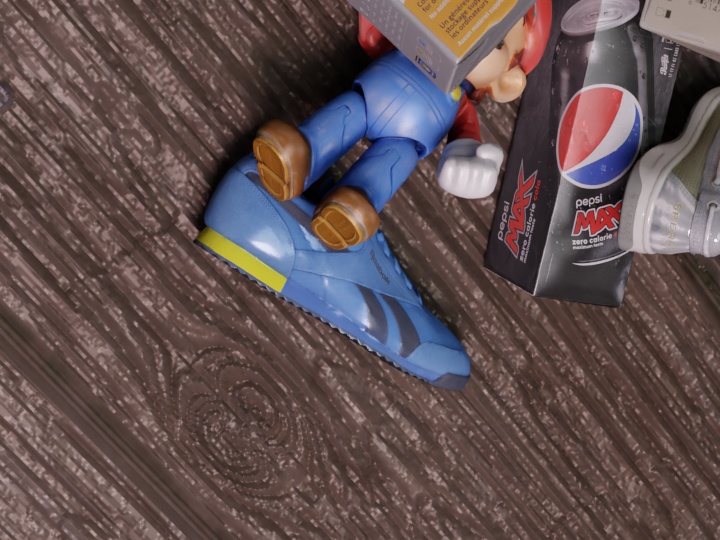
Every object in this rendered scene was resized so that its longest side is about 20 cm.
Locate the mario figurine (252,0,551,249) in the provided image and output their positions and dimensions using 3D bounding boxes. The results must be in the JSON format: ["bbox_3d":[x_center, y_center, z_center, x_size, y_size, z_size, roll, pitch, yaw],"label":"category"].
[{"bbox_3d":[0.033,-0.111,1.176,0.200,0.106,0.124,-47,119,-24],"label":"mario figurine"}]

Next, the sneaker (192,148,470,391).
[{"bbox_3d":[0.000,0.000,1.232,0.199,0.066,0.079,34,86,-28],"label":"sneaker"}]

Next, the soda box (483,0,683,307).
[{"bbox_3d":[0.134,-0.085,1.266,0.063,0.071,0.202,7,101,-26],"label":"soda box"}]

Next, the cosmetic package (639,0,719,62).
[{"bbox_3d":[0.249,-0.143,1.235,0.200,0.105,0.072,7,101,-61],"label":"cosmetic package"}]

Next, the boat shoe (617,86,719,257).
[{"bbox_3d":[0.213,-0.055,1.268,0.202,0.064,0.075,-32,134,-56],"label":"boat shoe"}]

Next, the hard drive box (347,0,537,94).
[{"bbox_3d":[0.027,-0.219,1.124,0.200,0.077,0.156,42,84,4],"label":"hard drive box"}]
